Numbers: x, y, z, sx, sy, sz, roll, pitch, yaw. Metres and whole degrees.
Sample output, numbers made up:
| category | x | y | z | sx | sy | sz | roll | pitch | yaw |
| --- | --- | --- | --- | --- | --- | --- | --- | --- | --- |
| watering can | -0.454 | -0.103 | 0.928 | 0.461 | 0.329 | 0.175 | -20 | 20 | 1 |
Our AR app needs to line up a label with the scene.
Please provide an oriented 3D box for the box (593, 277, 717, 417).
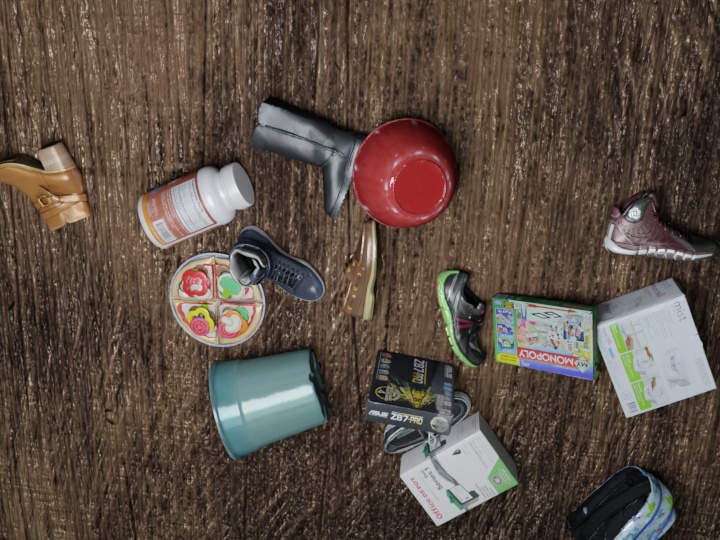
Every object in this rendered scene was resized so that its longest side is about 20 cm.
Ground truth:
| category | x | y | z | sx | sy | sz | roll | pitch | yaw |
| --- | --- | --- | --- | --- | --- | --- | --- | --- | --- |
| box | 0.539 | 0.144 | 1.510 | 0.175 | 0.097 | 0.202 | -23 | 105 | 13 |

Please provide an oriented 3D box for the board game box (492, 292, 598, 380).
| category | x | y | z | sx | sy | sz | roll | pitch | yaw |
| --- | --- | --- | --- | --- | --- | --- | --- | --- | --- |
| board game box | 0.343 | 0.121 | 1.514 | 0.198 | 0.029 | 0.136 | 7 | 112 | 36 |

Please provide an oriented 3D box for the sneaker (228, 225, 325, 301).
| category | x | y | z | sx | sy | sz | roll | pitch | yaw |
| --- | --- | --- | --- | --- | --- | --- | --- | --- | --- |
| sneaker | -0.160 | 0.010 | 1.526 | 0.201 | 0.146 | 0.077 | 36 | 108 | -8 |

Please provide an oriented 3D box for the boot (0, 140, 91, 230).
| category | x | y | z | sx | sy | sz | roll | pitch | yaw |
| --- | --- | --- | --- | --- | --- | --- | --- | --- | --- |
| boot | -0.629 | -0.149 | 1.569 | 0.197 | 0.074 | 0.156 | -13 | 111 | 14 |

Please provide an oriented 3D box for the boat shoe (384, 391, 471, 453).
| category | x | y | z | sx | sy | sz | roll | pitch | yaw |
| --- | --- | --- | --- | --- | --- | --- | --- | --- | --- |
| boat shoe | 0.133 | 0.311 | 1.634 | 0.197 | 0.068 | 0.074 | -24 | 105 | 14 |

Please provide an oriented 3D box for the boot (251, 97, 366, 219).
| category | x | y | z | sx | sy | sz | roll | pitch | yaw |
| --- | --- | --- | --- | --- | --- | --- | --- | --- | --- |
| boot | -0.108 | -0.204 | 1.484 | 0.198 | 0.066 | 0.167 | 20 | 102 | -3 |

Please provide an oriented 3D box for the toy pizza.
| category | x | y | z | sx | sy | sz | roll | pitch | yaw |
| --- | --- | --- | --- | --- | --- | --- | --- | --- | --- |
| toy pizza | -0.289 | 0.063 | 1.620 | 0.197 | 0.032 | 0.203 | 2 | 109 | 6 |

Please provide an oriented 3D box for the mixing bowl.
| category | x | y | z | sx | sy | sz | roll | pitch | yaw |
| --- | --- | --- | --- | --- | --- | --- | --- | --- | --- |
| mixing bowl | 0.091 | -0.158 | 1.425 | 0.197 | 0.108 | 0.203 | -4 | 109 | -11 |

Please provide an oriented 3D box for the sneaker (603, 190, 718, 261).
| category | x | y | z | sx | sy | sz | roll | pitch | yaw |
| --- | --- | --- | --- | --- | --- | --- | --- | --- | --- |
| sneaker | 0.540 | -0.083 | 1.443 | 0.197 | 0.076 | 0.117 | 4 | 107 | 7 |

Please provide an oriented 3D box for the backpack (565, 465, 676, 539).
| category | x | y | z | sx | sy | sz | roll | pitch | yaw |
| --- | --- | --- | --- | --- | --- | --- | --- | --- | --- |
| backpack | 0.524 | 0.485 | 1.611 | 0.152 | 0.163 | 0.202 | 24 | 104 | -11 |

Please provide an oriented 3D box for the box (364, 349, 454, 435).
| category | x | y | z | sx | sy | sz | roll | pitch | yaw |
| --- | --- | --- | --- | --- | --- | --- | --- | --- | --- |
| box | 0.097 | 0.229 | 1.540 | 0.159 | 0.200 | 0.050 | 12 | 113 | 3 |

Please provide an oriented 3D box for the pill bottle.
| category | x | y | z | sx | sy | sz | roll | pitch | yaw |
| --- | --- | --- | --- | --- | --- | --- | --- | --- | --- |
| pill bottle | -0.304 | -0.126 | 1.513 | 0.198 | 0.112 | 0.113 | -21 | 106 | 13 |

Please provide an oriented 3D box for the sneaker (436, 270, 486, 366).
| category | x | y | z | sx | sy | sz | roll | pitch | yaw |
| --- | --- | --- | --- | --- | --- | --- | --- | --- | --- |
| sneaker | 0.204 | 0.094 | 1.546 | 0.083 | 0.077 | 0.202 | -14 | 108 | 16 |

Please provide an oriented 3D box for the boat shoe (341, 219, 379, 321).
| category | x | y | z | sx | sy | sz | roll | pitch | yaw |
| --- | --- | --- | --- | --- | --- | --- | --- | --- | --- |
| boat shoe | 0.000 | 0.000 | 1.540 | 0.067 | 0.072 | 0.203 | 6 | 112 | 3 |

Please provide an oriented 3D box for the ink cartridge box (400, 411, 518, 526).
| category | x | y | z | sx | sy | sz | roll | pitch | yaw |
| --- | --- | --- | --- | --- | --- | --- | --- | --- | --- |
| ink cartridge box | 0.198 | 0.405 | 1.651 | 0.199 | 0.084 | 0.147 | -34 | 102 | 16 |

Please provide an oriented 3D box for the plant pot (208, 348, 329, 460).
| category | x | y | z | sx | sy | sz | roll | pitch | yaw |
| --- | --- | --- | --- | --- | --- | --- | --- | --- | --- |
| plant pot | -0.172 | 0.251 | 1.595 | 0.194 | 0.201 | 0.203 | -15 | 107 | 4 |
